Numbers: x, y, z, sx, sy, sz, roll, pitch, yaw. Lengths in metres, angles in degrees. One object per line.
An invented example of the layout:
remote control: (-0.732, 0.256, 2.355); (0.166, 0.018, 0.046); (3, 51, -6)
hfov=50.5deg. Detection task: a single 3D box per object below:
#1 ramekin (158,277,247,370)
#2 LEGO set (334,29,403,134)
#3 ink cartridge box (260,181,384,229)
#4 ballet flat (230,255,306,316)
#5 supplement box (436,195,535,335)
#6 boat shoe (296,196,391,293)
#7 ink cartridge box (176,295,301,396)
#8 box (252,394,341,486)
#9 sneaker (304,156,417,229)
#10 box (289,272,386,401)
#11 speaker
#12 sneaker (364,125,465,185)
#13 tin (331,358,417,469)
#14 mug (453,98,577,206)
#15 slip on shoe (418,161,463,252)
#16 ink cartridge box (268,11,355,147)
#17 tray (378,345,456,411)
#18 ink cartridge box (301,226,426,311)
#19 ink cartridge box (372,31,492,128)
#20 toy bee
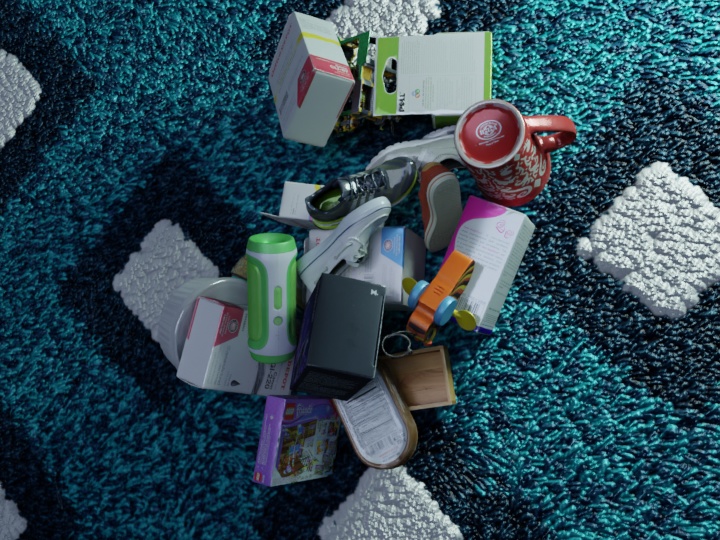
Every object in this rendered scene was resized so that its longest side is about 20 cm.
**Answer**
ramekin: (-0.272, 0.104, 1.378); (0.094, 0.202, 0.204); (14, 87, 44)
LEGO set: (0.016, -0.335, 1.390); (0.153, 0.115, 0.202); (-12, 72, 50)
ink cartridge box: (-0.066, -0.110, 1.365); (0.199, 0.116, 0.068); (8, 85, 21)
ballet flat: (-0.150, 0.025, 1.411); (0.199, 0.071, 0.071); (26, 92, 23)
supplement box: (0.198, -0.007, 1.255); (0.101, 0.103, 0.201); (24, 93, 24)
boat shoe: (-0.017, -0.035, 1.230); (0.200, 0.073, 0.067); (-40, 72, 25)
ink cartridge box: (-0.200, 0.138, 1.331); (0.084, 0.199, 0.147); (13, 88, 42)
box: (-0.098, 0.279, 1.277); (0.039, 0.200, 0.138); (7, 85, 28)
sneaker: (-0.001, -0.127, 1.237); (0.199, 0.081, 0.074); (-27, 76, 11)
box: (-0.038, 0.109, 1.198); (0.104, 0.200, 0.149); (12, 67, -8)
speaker: (-0.144, 0.045, 1.241); (0.088, 0.088, 0.202); (8, 108, 22)
sneaker: (0.097, -0.181, 1.328); (0.199, 0.075, 0.082); (-23, 66, 17)
tin: (0.021, 0.237, 1.288); (0.112, 0.042, 0.201); (-30, 73, 11)
mug: (0.237, -0.205, 1.214); (0.133, 0.200, 0.178); (44, 99, 22)
slip on shoe: (0.129, -0.102, 1.256); (0.074, 0.201, 0.061); (-24, 55, -8)
ink cartridge box: (-0.092, -0.342, 1.358); (0.146, 0.083, 0.201); (-60, 34, 37)
tray: (0.059, 0.195, 1.317); (0.199, 0.037, 0.099); (-12, 78, 20)
ink cartridge box: (0.000, 0.000, 1.318); (0.199, 0.125, 0.130); (0, 82, 23)
ink cartridge box: (0.127, -0.327, 1.321); (0.198, 0.076, 0.149); (1, 82, 10)
toy bee: (0.103, 0.064, 1.187); (0.199, 0.109, 0.131); (-30, 61, -10)
